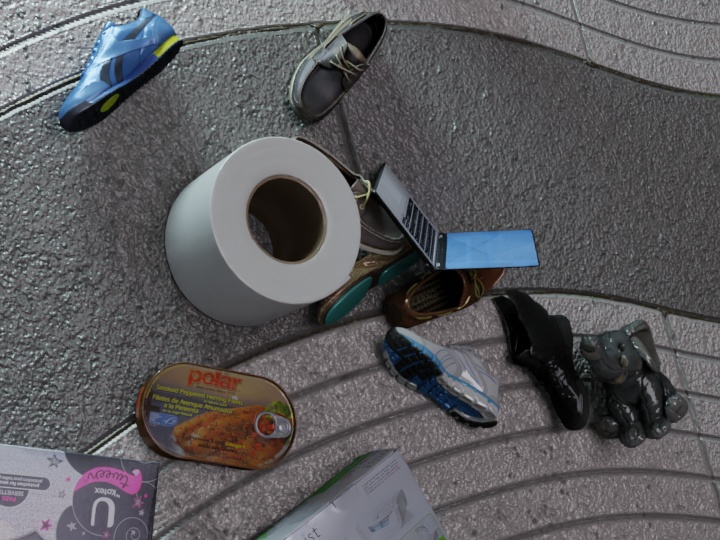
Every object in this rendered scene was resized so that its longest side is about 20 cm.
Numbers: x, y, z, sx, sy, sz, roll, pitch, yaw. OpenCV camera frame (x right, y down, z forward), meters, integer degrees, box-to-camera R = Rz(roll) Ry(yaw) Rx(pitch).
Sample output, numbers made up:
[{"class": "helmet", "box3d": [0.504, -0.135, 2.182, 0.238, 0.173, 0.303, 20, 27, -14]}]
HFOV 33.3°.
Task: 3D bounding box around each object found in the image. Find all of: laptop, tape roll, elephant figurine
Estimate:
[{"class": "laptop", "box3d": [0.124, -0.075, 1.566, 0.200, 0.116, 0.187, 52, 13, -9]}, {"class": "tape roll", "box3d": [-0.118, -0.044, 1.447, 0.201, 0.139, 0.205, 9, 73, -31]}, {"class": "elephant figurine", "box3d": [0.371, 0.135, 1.705, 0.141, 0.155, 0.201, -34, 105, -14]}]

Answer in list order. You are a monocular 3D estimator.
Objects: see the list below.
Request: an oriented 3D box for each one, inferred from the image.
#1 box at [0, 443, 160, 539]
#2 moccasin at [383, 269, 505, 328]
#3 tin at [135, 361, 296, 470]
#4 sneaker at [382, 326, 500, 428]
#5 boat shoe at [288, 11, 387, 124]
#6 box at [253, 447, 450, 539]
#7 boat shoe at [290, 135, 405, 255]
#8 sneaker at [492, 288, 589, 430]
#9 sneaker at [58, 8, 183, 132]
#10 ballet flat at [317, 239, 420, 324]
[{"class": "box", "box3d": [-0.323, 0.255, 1.251, 0.199, 0.114, 0.133, 13, 71, -29]}, {"class": "moccasin", "box3d": [0.123, 0.018, 1.618, 0.200, 0.078, 0.074, -17, 87, -34]}, {"class": "tin", "box3d": [-0.169, 0.172, 1.418, 0.199, 0.042, 0.113, 15, 74, -29]}, {"class": "sneaker", "box3d": [0.111, 0.125, 1.597, 0.200, 0.075, 0.087, 39, 50, -24]}, {"class": "boat shoe", "box3d": [-0.028, -0.280, 1.605, 0.074, 0.073, 0.201, 39, 60, -17]}, {"class": "box", "box3d": [-0.002, 0.342, 1.442, 0.199, 0.097, 0.177, -34, 95, -34]}, {"class": "boat shoe", "box3d": [-0.020, -0.096, 1.539, 0.199, 0.060, 0.072, 37, 49, 1]}, {"class": "sneaker", "box3d": [0.252, 0.127, 1.686, 0.104, 0.060, 0.202, 2, 71, -33]}, {"class": "sneaker", "box3d": [-0.301, -0.241, 1.434, 0.078, 0.066, 0.200, 43, 58, -2]}, {"class": "ballet flat", "box3d": [0.000, 0.000, 1.565, 0.065, 0.071, 0.200, 44, 52, 16]}]
